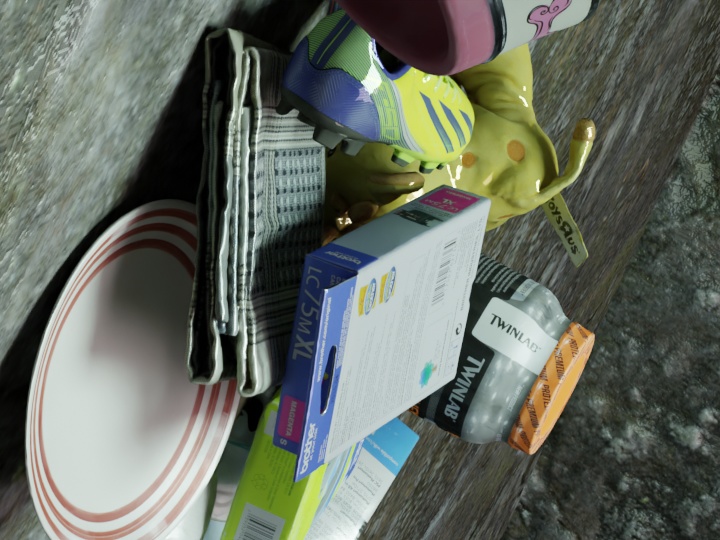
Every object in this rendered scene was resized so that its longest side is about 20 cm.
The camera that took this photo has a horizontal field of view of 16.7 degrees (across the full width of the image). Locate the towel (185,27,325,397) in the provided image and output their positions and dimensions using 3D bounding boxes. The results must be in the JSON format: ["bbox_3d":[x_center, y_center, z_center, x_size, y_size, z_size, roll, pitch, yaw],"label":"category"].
[{"bbox_3d":[-0.049,-0.031,1.349,0.200,0.034,0.193,-4,98,-76],"label":"towel"}]

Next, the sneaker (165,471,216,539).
[{"bbox_3d":[-0.133,0.202,1.488,0.070,0.080,0.201,30,83,-35],"label":"sneaker"}]

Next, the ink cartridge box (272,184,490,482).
[{"bbox_3d":[0.007,0.032,1.382,0.200,0.042,0.120,-32,136,-59],"label":"ink cartridge box"}]

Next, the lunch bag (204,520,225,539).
[{"bbox_3d":[-0.081,0.263,1.627,0.124,0.170,0.200,-30,-144,45],"label":"lunch bag"}]

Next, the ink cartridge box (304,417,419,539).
[{"bbox_3d":[-0.054,0.188,1.796,0.116,0.068,0.200,-25,-153,57],"label":"ink cartridge box"}]

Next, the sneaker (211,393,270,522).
[{"bbox_3d":[-0.072,0.117,1.667,0.080,0.070,0.200,-67,167,8],"label":"sneaker"}]

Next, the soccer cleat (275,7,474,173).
[{"bbox_3d":[0.024,-0.105,1.361,0.084,0.065,0.200,-59,158,13],"label":"soccer cleat"}]

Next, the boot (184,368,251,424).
[{"bbox_3d":[-0.090,0.057,1.481,0.200,0.075,0.097,-23,150,-58],"label":"boot"}]

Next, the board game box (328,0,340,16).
[{"bbox_3d":[0.007,-0.201,1.348,0.200,0.019,0.103,104,3,-49],"label":"board game box"}]

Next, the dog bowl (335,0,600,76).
[{"bbox_3d":[0.018,-0.175,1.120,0.074,0.200,0.200,-38,162,-12],"label":"dog bowl"}]

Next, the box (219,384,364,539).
[{"bbox_3d":[-0.029,0.104,1.573,0.200,0.048,0.122,-50,161,-65],"label":"box"}]

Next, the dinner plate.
[{"bbox_3d":[-0.123,0.059,1.308,0.200,0.024,0.201,-29,124,-54],"label":"dinner plate"}]

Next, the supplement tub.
[{"bbox_3d":[0.054,0.040,1.712,0.123,0.200,0.123,-58,167,-22],"label":"supplement tub"}]

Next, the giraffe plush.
[{"bbox_3d":[0.030,-0.069,1.535,0.162,0.200,0.173,-14,144,-34],"label":"giraffe plush"}]
